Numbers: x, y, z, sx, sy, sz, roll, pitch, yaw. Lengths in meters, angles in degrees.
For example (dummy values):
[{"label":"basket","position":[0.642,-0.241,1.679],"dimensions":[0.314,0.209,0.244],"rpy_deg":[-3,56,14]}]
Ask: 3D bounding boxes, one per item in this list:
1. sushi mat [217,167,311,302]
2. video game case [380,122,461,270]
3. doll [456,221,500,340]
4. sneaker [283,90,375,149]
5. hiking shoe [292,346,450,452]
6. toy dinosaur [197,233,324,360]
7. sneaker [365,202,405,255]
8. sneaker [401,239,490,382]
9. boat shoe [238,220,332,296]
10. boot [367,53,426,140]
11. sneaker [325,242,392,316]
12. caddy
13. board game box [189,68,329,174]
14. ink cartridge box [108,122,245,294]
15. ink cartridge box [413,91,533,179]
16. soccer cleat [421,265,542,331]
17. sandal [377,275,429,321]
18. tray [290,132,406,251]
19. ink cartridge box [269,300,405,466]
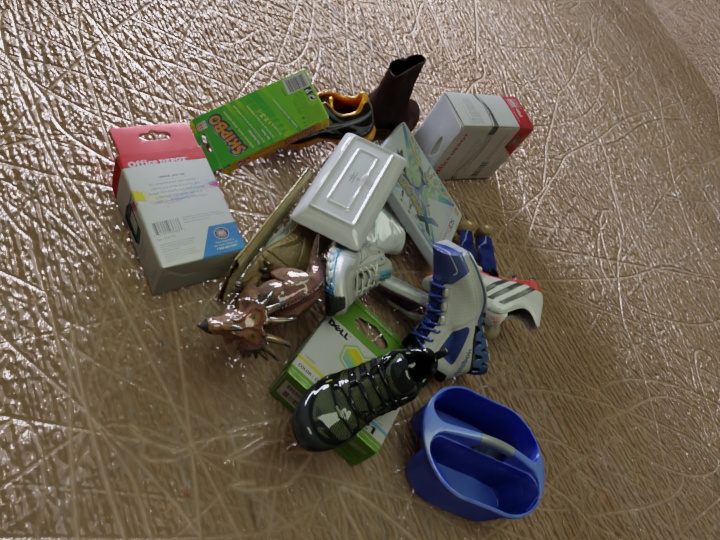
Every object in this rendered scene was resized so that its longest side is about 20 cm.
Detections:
[{"label":"sushi mat","position":[-0.127,-0.050,0.734],"dimensions":[0.012,0.096,0.203],"rpy_deg":[33,49,-6]},{"label":"video game case","position":[0.096,-0.130,0.912],"dimensions":[0.202,0.022,0.184],"rpy_deg":[54,35,-15]},{"label":"doll","position":[0.200,0.019,0.925],"dimensions":[0.132,0.048,0.207],"rpy_deg":[9,62,-23]},{"label":"sneaker","position":[-0.070,-0.250,0.881],"dimensions":[0.192,0.078,0.081],"rpy_deg":[-5,57,-6]},{"label":"hiking shoe","position":[0.012,0.128,0.607],"dimensions":[0.196,0.101,0.077],"rpy_deg":[-23,74,-39]},{"label":"toy dinosaur","position":[-0.094,0.036,0.644],"dimensions":[0.198,0.134,0.087],"rpy_deg":[-39,104,-23]},{"label":"sneaker","position":[0.009,-0.120,0.880],"dimensions":[0.078,0.071,0.206],"rpy_deg":[-5,65,-30]},{"label":"sneaker","position":[0.112,0.073,0.755],"dimensions":[0.112,0.080,0.207],"rpy_deg":[-18,111,-17]},{"label":"boat shoe","position":[-0.097,-0.023,0.760],"dimensions":[0.201,0.069,0.071],"rpy_deg":[-48,110,-22]},{"label":"boot","position":[0.077,-0.308,0.973],"dimensions":[0.073,0.167,0.198],"rpy_deg":[50,49,8]},{"label":"sneaker","position":[0.000,0.000,0.728],"dimensions":[0.083,0.078,0.201],"rpy_deg":[7,24,4]},{"label":"caddy","position":[0.152,0.242,0.718],"dimensions":[0.195,0.105,0.145],"rpy_deg":[25,50,-15]},{"label":"board game box","position":[-0.152,-0.222,0.822],"dimensions":[0.195,0.030,0.098],"rpy_deg":[-25,73,-10]},{"label":"ink cartridge box","position":[-0.243,-0.086,0.704],"dimensions":[0.113,0.067,0.205],"rpy_deg":[-15,70,-37]},{"label":"ink cartridge box","position":[0.204,-0.250,1.028],"dimensions":[0.194,0.147,0.085],"rpy_deg":[-9,64,-35]},{"label":"soccer cleat","position":[0.190,0.045,0.849],"dimensions":[0.192,0.069,0.088],"rpy_deg":[9,61,-3]},{"label":"sandal","position":[0.087,0.057,0.827],"dimensions":[0.197,0.082,0.051],"rpy_deg":[26,93,-8]},{"label":"tray","position":[-0.010,-0.122,0.761],"dimensions":[0.104,0.022,0.203],"rpy_deg":[25,53,4]},{"label":"ink cartridge box","position":[-0.003,0.119,0.719],"dimensions":[0.147,0.076,0.201],"rpy_deg":[40,50,-3]}]
